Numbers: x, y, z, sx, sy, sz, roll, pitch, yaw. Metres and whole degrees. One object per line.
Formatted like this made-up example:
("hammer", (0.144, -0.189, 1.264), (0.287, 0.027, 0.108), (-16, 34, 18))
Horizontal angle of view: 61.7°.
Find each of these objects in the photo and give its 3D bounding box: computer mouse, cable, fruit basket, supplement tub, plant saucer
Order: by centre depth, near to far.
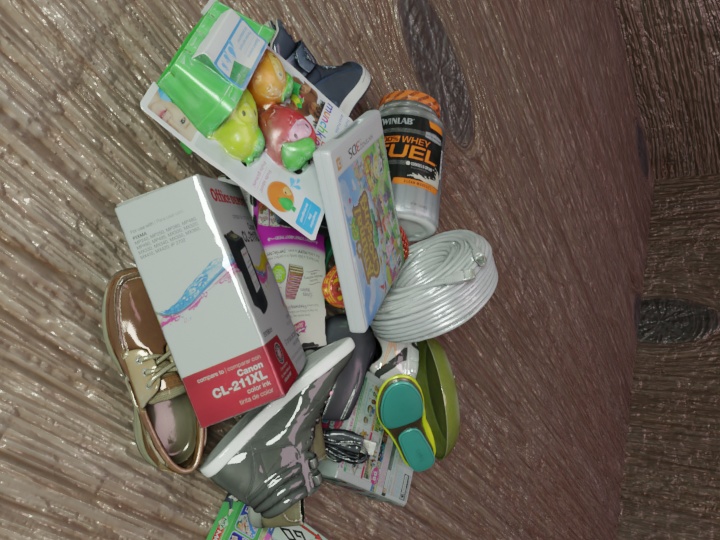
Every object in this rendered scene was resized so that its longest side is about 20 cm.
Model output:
("fruit basket", (-0.093, -0.156, 0.594), (0.199, 0.093, 0.187), (33, 50, -22))
("computer mouse", (-0.030, 0.134, 0.774), (0.053, 0.136, 0.202), (103, 3, -55))
("cable", (0.092, 0.018, 0.831), (0.070, 0.198, 0.201), (58, 22, -18))
("supplement tub", (0.064, -0.155, 0.903), (0.122, 0.121, 0.203), (26, 65, -51))
("plant saucer", (0.116, 0.189, 0.938), (0.200, 0.031, 0.203), (171, -90, -81))

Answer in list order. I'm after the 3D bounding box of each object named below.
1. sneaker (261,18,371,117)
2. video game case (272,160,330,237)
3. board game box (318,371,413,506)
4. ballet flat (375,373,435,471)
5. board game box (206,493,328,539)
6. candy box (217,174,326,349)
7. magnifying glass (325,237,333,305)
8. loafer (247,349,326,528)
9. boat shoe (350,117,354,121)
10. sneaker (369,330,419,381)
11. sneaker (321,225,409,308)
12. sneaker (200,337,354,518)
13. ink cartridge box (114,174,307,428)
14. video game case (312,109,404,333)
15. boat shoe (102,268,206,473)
("sneaker", (-0.065, -0.251, 0.747), (0.146, 0.076, 0.203), (46, 35, -21))
("video game case", (-0.075, -0.132, 0.718), (0.142, 0.019, 0.202), (11, 53, -54))
("board game box", (0.012, 0.243, 0.873), (0.200, 0.064, 0.149), (44, 54, -47))
("ballet flat", (0.059, 0.197, 0.831), (0.067, 0.066, 0.202), (-108, 179, -53))
("board game box", (-0.114, 0.356, 0.719), (0.201, 0.029, 0.136), (54, 47, -39))
("candy box", (-0.102, -0.006, 0.717), (0.136, 0.060, 0.204), (2, 87, -57))
("magnifying glass", (-0.026, -0.051, 0.861), (0.079, 0.022, 0.203), (25, 67, -55))
("loafer", (-0.068, 0.193, 0.687), (0.075, 0.069, 0.203), (65, 38, -78))
("boat shoe", (-0.029, -0.128, 0.819), (0.075, 0.071, 0.203), (22, 51, -44))
("sneaker", (0.049, 0.080, 0.923), (0.079, 0.074, 0.203), (16, 58, -18))
("sneaker", (0.000, 0.000, 0.807), (0.200, 0.076, 0.074), (-38, 111, -55))
("sneaker", (-0.059, 0.165, 0.626), (0.200, 0.071, 0.099), (-44, 98, -20))
("ink cartridge box", (-0.131, 0.021, 0.567), (0.146, 0.082, 0.203), (-54, 124, -85))
("video game case", (0.007, -0.062, 0.688), (0.182, 0.022, 0.203), (-56, 139, -58))
("boat shoe", (-0.184, 0.096, 0.564), (0.075, 0.071, 0.203), (-22, 107, -33))
